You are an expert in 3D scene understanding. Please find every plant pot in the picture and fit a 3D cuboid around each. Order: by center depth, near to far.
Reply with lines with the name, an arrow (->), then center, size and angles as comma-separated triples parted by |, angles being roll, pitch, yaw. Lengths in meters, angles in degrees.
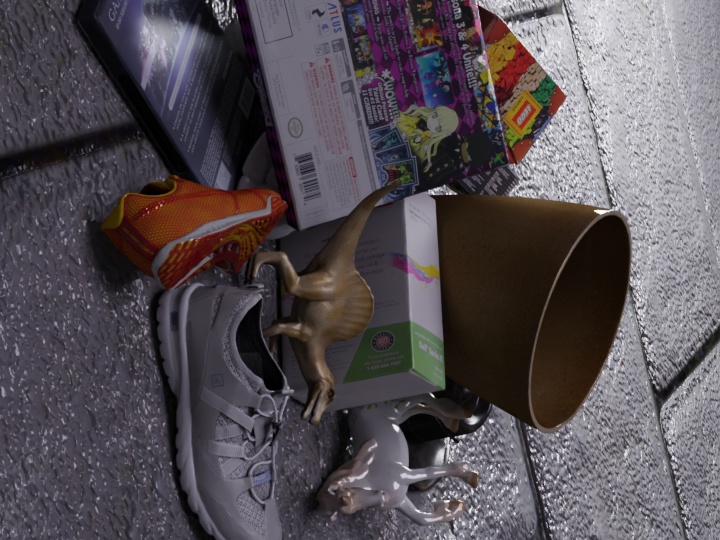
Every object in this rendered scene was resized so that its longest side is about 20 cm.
plant pot -> 0.096, 0.014, 1.661 | 0.186, 0.199, 0.188 | -41, 140, -46

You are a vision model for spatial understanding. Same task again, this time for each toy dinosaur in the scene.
toy dinosaur -> -0.035, 0.011, 1.503 | 0.058, 0.100, 0.202 | -103, -153, -69

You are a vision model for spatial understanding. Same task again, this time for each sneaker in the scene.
sneaker -> -0.083, 0.104, 1.397 | 0.075, 0.081, 0.202 | -29, 107, -66
sneaker -> -0.110, -0.039, 1.409 | 0.077, 0.073, 0.200 | 42, 16, 13
sneaker -> -0.049, -0.113, 1.567 | 0.077, 0.082, 0.201 | 34, 75, -26

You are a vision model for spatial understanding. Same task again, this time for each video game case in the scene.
video game case -> -0.136, -0.154, 1.471 | 0.201, 0.019, 0.144 | 59, 30, -38
video game case -> 0.009, -0.151, 1.512 | 0.036, 0.180, 0.202 | -154, -132, -67

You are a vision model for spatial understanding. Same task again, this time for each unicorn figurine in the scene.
unicorn figurine -> 0.025, 0.151, 1.622 | 0.201, 0.136, 0.074 | -105, -152, -53

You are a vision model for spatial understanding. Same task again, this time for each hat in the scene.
hat -> 0.073, 0.089, 1.762 | 0.200, 0.080, 0.202 | 41, 43, -53

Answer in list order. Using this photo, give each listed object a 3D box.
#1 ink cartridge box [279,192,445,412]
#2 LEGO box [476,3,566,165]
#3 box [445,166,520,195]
ink cartridge box -> 0.000, 0.000, 1.589 | 0.067, 0.116, 0.202 | 32, 51, -57
LEGO box -> 0.056, -0.191, 1.702 | 0.077, 0.200, 0.149 | -53, 145, -1
box -> 0.031, -0.135, 1.683 | 0.044, 0.160, 0.200 | -54, 146, -2
